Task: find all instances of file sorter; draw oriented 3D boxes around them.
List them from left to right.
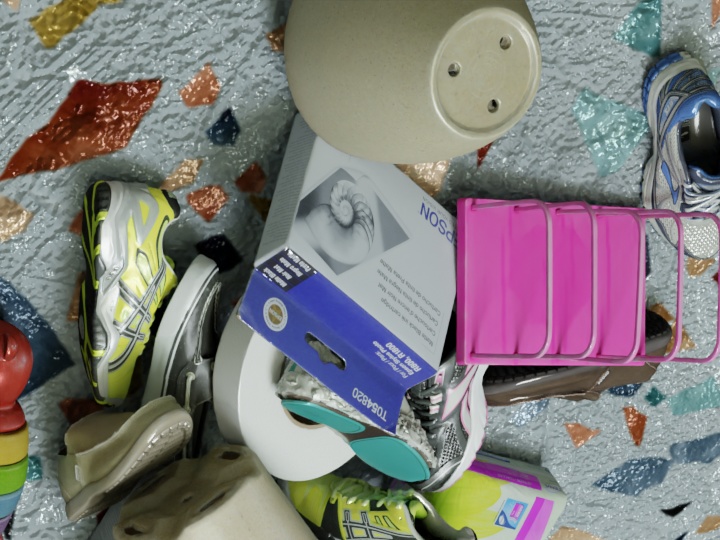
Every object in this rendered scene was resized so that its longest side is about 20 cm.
[{"bbox_3d":[0.197,0.011,1.770,0.198,0.125,0.141,2,88,-33],"label":"file sorter"}]

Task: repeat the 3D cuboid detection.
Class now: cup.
[{"bbox_3d":[0.060,-0.166,1.625,0.199,0.143,0.202,-11,112,-27],"label":"cup"}]

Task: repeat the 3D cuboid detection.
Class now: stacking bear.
[{"bbox_3d":[-0.320,0.133,1.696,0.113,0.121,0.202,10,107,-24],"label":"stacking bear"}]

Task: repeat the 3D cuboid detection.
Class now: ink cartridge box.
[{"bbox_3d":[0.000,0.000,1.707,0.040,0.201,0.199,-15,138,40],"label":"ink cartridge box"}]

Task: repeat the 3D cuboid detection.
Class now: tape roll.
[{"bbox_3d":[-0.039,0.076,1.767,0.202,0.037,0.205,-20,120,-40],"label":"tape roll"}]

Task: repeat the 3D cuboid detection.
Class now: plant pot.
[{"bbox_3d":[-0.105,0.252,1.714,0.199,0.200,0.185,-28,109,-4],"label":"plant pot"}]

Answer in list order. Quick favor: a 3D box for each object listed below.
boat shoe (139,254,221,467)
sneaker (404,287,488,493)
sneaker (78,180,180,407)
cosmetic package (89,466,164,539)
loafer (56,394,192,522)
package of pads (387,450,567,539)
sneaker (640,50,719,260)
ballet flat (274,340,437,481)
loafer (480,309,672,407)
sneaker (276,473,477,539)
[{"bbox_3d":[-0.138,0.080,1.748,0.063,0.071,0.201,22,121,9],"label":"boat shoe"},{"bbox_3d":[0.065,0.094,1.828,0.086,0.080,0.202,3,105,-50],"label":"sneaker"},{"bbox_3d":[-0.187,0.024,1.703,0.076,0.076,0.202,-3,120,-20],"label":"sneaker"},{"bbox_3d":[-0.187,0.272,1.839,0.106,0.090,0.201,26,109,-32],"label":"cosmetic package"},{"bbox_3d":[-0.205,0.145,1.719,0.075,0.069,0.200,-25,169,-40],"label":"loafer"},{"bbox_3d":[0.078,0.260,1.947,0.153,0.068,0.201,17,110,-29],"label":"package of pads"},{"bbox_3d":[0.290,-0.085,1.827,0.076,0.085,0.201,-21,124,-9],"label":"sneaker"},{"bbox_3d":[0.006,0.115,1.757,0.072,0.072,0.200,-45,137,7],"label":"ballet flat"},{"bbox_3d":[0.191,0.095,1.895,0.198,0.073,0.072,-11,122,-15],"label":"loafer"},{"bbox_3d":[0.019,0.216,1.840,0.199,0.075,0.077,28,120,11],"label":"sneaker"}]
